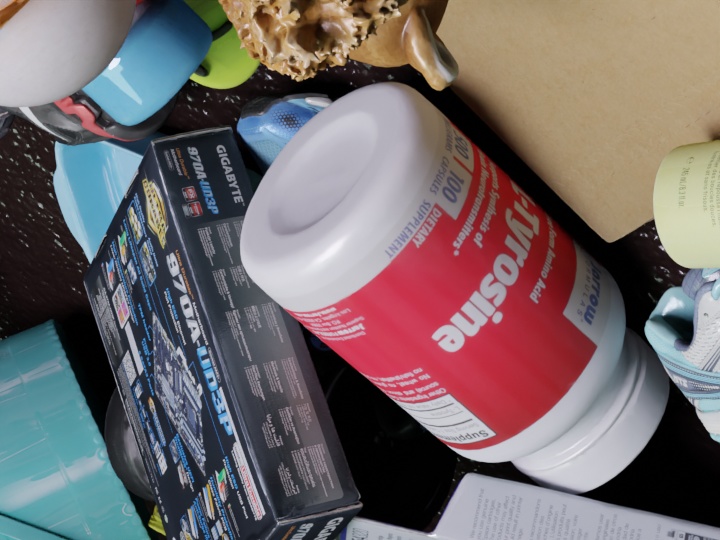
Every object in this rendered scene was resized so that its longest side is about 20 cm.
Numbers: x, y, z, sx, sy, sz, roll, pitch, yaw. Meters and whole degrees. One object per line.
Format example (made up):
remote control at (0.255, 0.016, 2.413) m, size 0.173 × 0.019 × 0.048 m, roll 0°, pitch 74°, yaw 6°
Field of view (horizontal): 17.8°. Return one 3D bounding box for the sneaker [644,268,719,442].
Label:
sneaker at (0.180, 0.015, 0.964) m, size 0.086 × 0.078 × 0.200 m, roll 44°, pitch 149°, yaw 0°

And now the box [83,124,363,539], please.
box at (-0.073, 0.055, 1.124) m, size 0.201 × 0.046 × 0.159 m, roll 70°, pitch 154°, yaw 19°

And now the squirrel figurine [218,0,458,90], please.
squirrel figurine at (-0.014, -0.148, 0.841) m, size 0.141 × 0.200 × 0.188 m, roll 18°, pitch 131°, yaw 20°

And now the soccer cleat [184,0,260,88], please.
soccer cleat at (-0.115, -0.171, 1.080) m, size 0.200 × 0.065 × 0.084 m, roll 48°, pitch 178°, yaw -20°

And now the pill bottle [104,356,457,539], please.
pill bottle at (-0.050, 0.092, 1.276) m, size 0.199 × 0.112 × 0.112 m, roll -1°, pitch 131°, yaw 48°

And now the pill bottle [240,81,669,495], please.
pill bottle at (0.049, 0.015, 1.053) m, size 0.200 × 0.113 × 0.112 m, roll 41°, pitch 152°, yaw -28°

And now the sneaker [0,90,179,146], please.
sneaker at (-0.183, -0.139, 1.164) m, size 0.201 × 0.071 × 0.098 m, roll 48°, pitch 148°, yaw -13°

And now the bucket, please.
bucket at (-0.211, 0.138, 1.414) m, size 0.207 × 0.134 × 0.208 m, roll 155°, pitch 90°, yaw -86°

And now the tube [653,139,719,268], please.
tube at (0.204, -0.032, 0.868) m, size 0.199 × 0.052 × 0.058 m, roll -3°, pitch 110°, yaw 43°

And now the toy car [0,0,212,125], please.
toy car at (-0.120, -0.137, 0.931) m, size 0.177 × 0.200 × 0.184 m, roll -37°, pitch 110°, yaw 22°

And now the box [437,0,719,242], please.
box at (0.103, -0.103, 0.947) m, size 0.163 × 0.021 × 0.200 m, roll 44°, pitch 149°, yaw -7°

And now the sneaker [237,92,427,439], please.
sneaker at (0.000, 0.000, 1.124) m, size 0.078 × 0.090 × 0.201 m, roll -5°, pitch 126°, yaw 50°

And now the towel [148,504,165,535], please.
towel at (-0.024, 0.180, 1.351) m, size 0.199 × 0.018 × 0.086 m, roll 22°, pitch 172°, yaw -20°

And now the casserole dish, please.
casserole dish at (-0.087, -0.018, 1.222) m, size 0.199 × 0.039 × 0.122 m, roll 22°, pitch 137°, yaw 40°

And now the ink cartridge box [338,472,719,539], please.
ink cartridge box at (0.088, 0.147, 1.155) m, size 0.198 × 0.044 × 0.197 m, roll 14°, pitch 163°, yaw 3°

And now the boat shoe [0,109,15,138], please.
boat shoe at (-0.273, -0.134, 1.271) m, size 0.199 × 0.073 × 0.063 m, roll 30°, pitch 145°, yaw 8°
